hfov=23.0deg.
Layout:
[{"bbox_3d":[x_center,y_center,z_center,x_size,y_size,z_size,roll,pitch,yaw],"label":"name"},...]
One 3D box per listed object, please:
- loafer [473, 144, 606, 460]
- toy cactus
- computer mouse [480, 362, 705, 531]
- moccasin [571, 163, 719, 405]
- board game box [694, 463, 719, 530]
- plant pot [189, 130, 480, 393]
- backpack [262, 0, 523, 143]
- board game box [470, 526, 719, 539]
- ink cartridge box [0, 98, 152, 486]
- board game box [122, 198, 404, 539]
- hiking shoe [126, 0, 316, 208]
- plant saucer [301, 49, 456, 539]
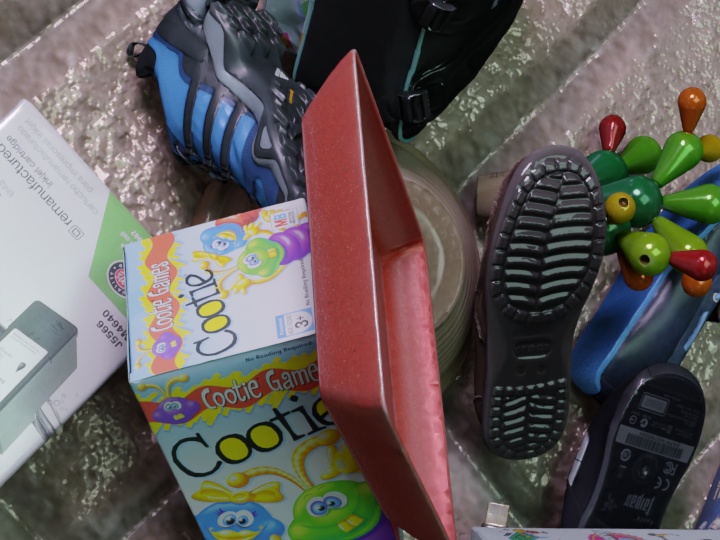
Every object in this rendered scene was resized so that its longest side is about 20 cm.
[{"bbox_3d":[0.097,0.015,1.093,0.073,0.071,0.201,3,110,-17],"label":"loafer"},{"bbox_3d":[0.158,-0.051,1.149,0.164,0.103,0.200,1,35,6],"label":"toy cactus"},{"bbox_3d":[0.138,0.146,1.140,0.140,0.046,0.201,12,97,-28],"label":"computer mouse"},{"bbox_3d":[0.217,0.013,1.207,0.068,0.080,0.200,43,80,-20],"label":"moccasin"},{"bbox_3d":[0.285,0.218,1.219,0.135,0.035,0.201,32,69,-18],"label":"board game box"},{"bbox_3d":[0.000,0.000,1.082,0.200,0.093,0.202,4,80,-26],"label":"plant pot"},{"bbox_3d":[0.035,-0.201,1.086,0.153,0.176,0.200,29,46,19],"label":"backpack"},{"bbox_3d":[0.162,0.238,1.099,0.199,0.064,0.148,2,100,-16],"label":"board game box"},{"bbox_3d":[-0.214,0.029,0.973,0.146,0.084,0.200,48,64,-12],"label":"ink cartridge box"},{"bbox_3d":[-0.049,0.077,0.964,0.102,0.201,0.105,-15,44,4],"label":"board game box"},{"bbox_3d":[-0.065,-0.076,1.035,0.074,0.087,0.201,8,49,-51],"label":"hiking shoe"},{"bbox_3d":[0.008,0.024,0.905,0.036,0.200,0.201,-9,60,9],"label":"plant saucer"}]
